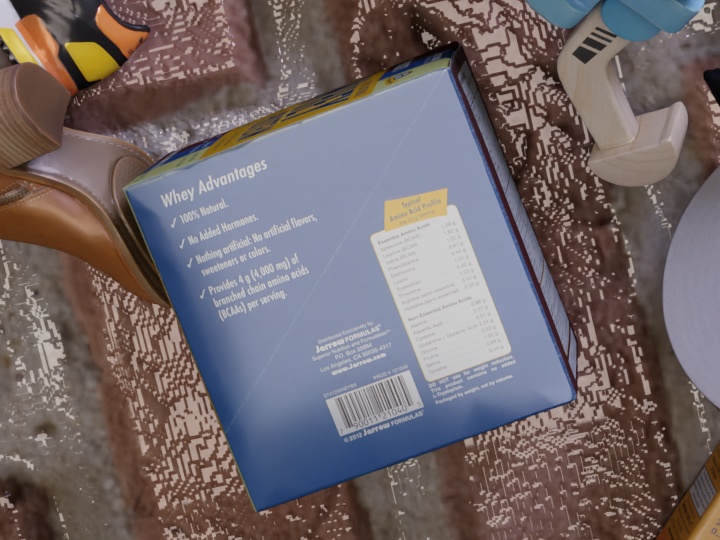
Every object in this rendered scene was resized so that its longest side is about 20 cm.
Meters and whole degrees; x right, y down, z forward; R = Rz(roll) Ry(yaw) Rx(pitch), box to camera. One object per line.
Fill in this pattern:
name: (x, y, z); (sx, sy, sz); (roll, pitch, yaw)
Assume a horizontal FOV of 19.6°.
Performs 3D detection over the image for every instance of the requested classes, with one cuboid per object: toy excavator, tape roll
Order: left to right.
toy excavator: (0.139, -0.154, 1.151); (0.194, 0.100, 0.200); (34, 139, -12)
tape roll: (0.272, 0.010, 1.159); (0.200, 0.066, 0.201); (-14, 60, 26)

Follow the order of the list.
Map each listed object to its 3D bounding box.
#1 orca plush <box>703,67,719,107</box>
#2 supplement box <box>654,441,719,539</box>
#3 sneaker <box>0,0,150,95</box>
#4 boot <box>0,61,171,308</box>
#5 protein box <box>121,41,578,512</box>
orca plush: (0.224, -0.148, 1.116); (0.071, 0.200, 0.105); (17, 66, -11)
supplement box: (0.253, 0.114, 1.241); (0.066, 0.069, 0.200); (30, 100, -4)
sneaker: (-0.200, -0.200, 1.228); (0.090, 0.070, 0.200); (-30, 97, -5)
boot: (-0.208, -0.033, 1.248); (0.155, 0.077, 0.200); (-17, 137, 29)
protein box: (0.000, 0.000, 1.207); (0.198, 0.135, 0.200); (-20, 99, 9)
